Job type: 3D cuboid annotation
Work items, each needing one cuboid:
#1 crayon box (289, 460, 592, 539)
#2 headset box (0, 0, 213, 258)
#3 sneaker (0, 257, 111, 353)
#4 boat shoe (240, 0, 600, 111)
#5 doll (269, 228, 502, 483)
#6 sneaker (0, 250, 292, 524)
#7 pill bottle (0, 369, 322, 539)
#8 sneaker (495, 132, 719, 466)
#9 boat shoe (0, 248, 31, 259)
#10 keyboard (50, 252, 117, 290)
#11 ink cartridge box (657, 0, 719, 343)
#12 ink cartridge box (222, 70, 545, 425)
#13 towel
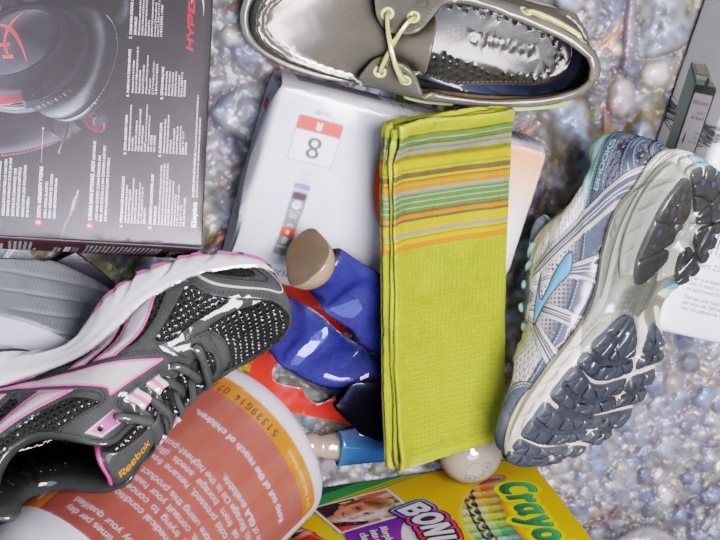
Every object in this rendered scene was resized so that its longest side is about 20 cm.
[{"bbox_3d":[0.042,0.176,0.945,0.172,0.200,0.058,-8,107,-9],"label":"crayon box"},{"bbox_3d":[-0.181,-0.086,0.861,0.199,0.075,0.149,2,85,-12],"label":"headset box"},{"bbox_3d":[-0.195,0.035,0.882,0.200,0.073,0.071,18,124,-39],"label":"sneaker"},{"bbox_3d":[0.035,-0.129,0.921,0.201,0.060,0.072,6,108,-13],"label":"boat shoe"},{"bbox_3d":[0.013,0.063,0.961,0.136,0.048,0.200,-43,124,9],"label":"doll"},{"bbox_3d":[-0.120,0.069,0.837,0.200,0.086,0.080,-28,137,-7],"label":"sneaker"},{"bbox_3d":[-0.121,0.146,0.877,0.200,0.112,0.112,-42,115,-35],"label":"pill bottle"},{"bbox_3d":[0.127,0.016,0.932,0.077,0.086,0.200,15,108,-44],"label":"sneaker"},{"bbox_3d":[-0.270,0.042,0.910,0.200,0.067,0.074,-44,125,-13],"label":"boat shoe"},{"bbox_3d":[-0.141,0.090,0.971,0.127,0.021,0.200,-44,109,11],"label":"keyboard"},{"bbox_3d":[0.252,-0.056,0.976,0.146,0.084,0.201,13,105,-14],"label":"ink cartridge box"},{"bbox_3d":[0.000,0.000,0.962,0.162,0.050,0.201,13,102,-14],"label":"ink cartridge box"},{"bbox_3d":[0.050,0.010,0.924,0.086,0.018,0.201,-11,110,-32],"label":"towel"}]
